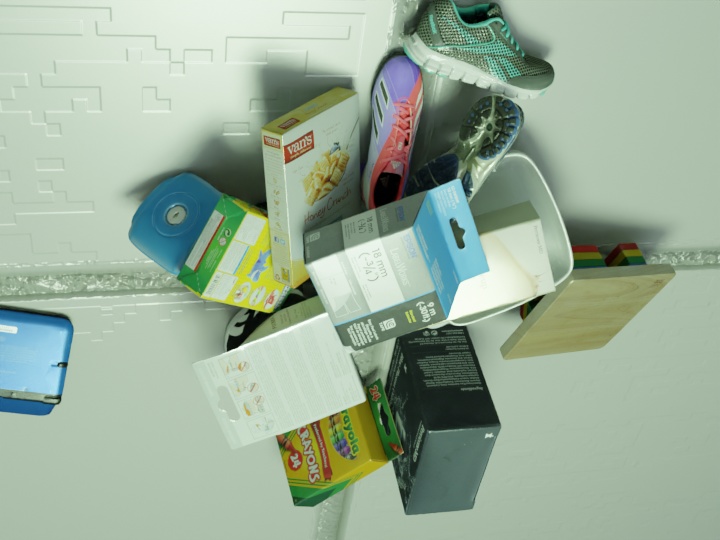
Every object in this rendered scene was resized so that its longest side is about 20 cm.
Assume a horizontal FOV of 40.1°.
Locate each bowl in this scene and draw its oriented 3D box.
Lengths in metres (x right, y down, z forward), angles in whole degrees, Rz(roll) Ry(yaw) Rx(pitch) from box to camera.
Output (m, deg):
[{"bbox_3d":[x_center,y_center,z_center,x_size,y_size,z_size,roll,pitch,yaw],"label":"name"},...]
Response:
[{"bbox_3d":[0.165,-0.051,1.305,0.197,0.075,0.202,-24,110,9],"label":"bowl"}]

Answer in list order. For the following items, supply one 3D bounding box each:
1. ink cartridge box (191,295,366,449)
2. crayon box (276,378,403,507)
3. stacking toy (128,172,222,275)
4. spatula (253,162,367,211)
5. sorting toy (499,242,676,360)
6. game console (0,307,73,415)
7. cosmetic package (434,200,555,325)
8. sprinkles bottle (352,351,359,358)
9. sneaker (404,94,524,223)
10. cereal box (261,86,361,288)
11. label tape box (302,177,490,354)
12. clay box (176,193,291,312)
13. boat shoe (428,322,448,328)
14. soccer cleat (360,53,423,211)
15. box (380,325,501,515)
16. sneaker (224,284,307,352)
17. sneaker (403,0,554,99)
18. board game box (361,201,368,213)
[{"bbox_3d":[-0.106,0.136,1.303,0.196,0.048,0.162,-20,123,-1],"label":"ink cartridge box"},{"bbox_3d":[-0.036,0.261,1.507,0.199,0.129,0.050,-36,148,27],"label":"crayon box"},{"bbox_3d":[-0.199,-0.020,1.255,0.117,0.109,0.201,-49,152,-14],"label":"stacking toy"},{"bbox_3d":[-0.051,-0.098,1.268,0.196,0.021,0.057,-15,128,-1],"label":"spatula"},{"bbox_3d":[0.317,0.040,1.431,0.196,0.071,0.200,-4,146,-29],"label":"sorting toy"},{"bbox_3d":[-0.507,0.124,1.345,0.196,0.118,0.175,10,98,-24],"label":"game console"},{"bbox_3d":[0.137,-0.005,1.245,0.196,0.073,0.105,-16,110,6],"label":"cosmetic package"},{"bbox_3d":[-0.017,0.078,1.355,0.067,0.069,0.201,16,125,-28],"label":"sprinkles bottle"},{"bbox_3d":[0.134,-0.126,1.202,0.200,0.077,0.085,-47,167,29],"label":"sneaker"},{"bbox_3d":[-0.054,-0.099,1.175,0.143,0.039,0.203,-37,137,-42],"label":"cereal box"},{"bbox_3d":[0.047,-0.003,1.155,0.196,0.064,0.146,-19,125,8],"label":"label tape box"},{"bbox_3d":[-0.131,-0.015,1.207,0.116,0.047,0.199,-60,158,4],"label":"clay box"},{"bbox_3d":[0.173,0.022,1.415,0.200,0.070,0.066,-43,128,13],"label":"boat shoe"},{"bbox_3d":[0.041,-0.157,1.191,0.067,0.074,0.204,4,119,-13],"label":"soccer cleat"},{"bbox_3d":[0.114,0.224,1.485,0.115,0.202,0.199,-2,132,-14],"label":"box"},{"bbox_3d":[-0.135,0.099,1.362,0.072,0.113,0.202,13,127,-24],"label":"sneaker"},{"bbox_3d":[0.151,-0.262,1.143,0.196,0.078,0.092,9,124,-26],"label":"sneaker"},{"bbox_3d":[0.000,0.000,1.362,0.124,0.035,0.201,-23,133,6],"label":"board game box"}]
